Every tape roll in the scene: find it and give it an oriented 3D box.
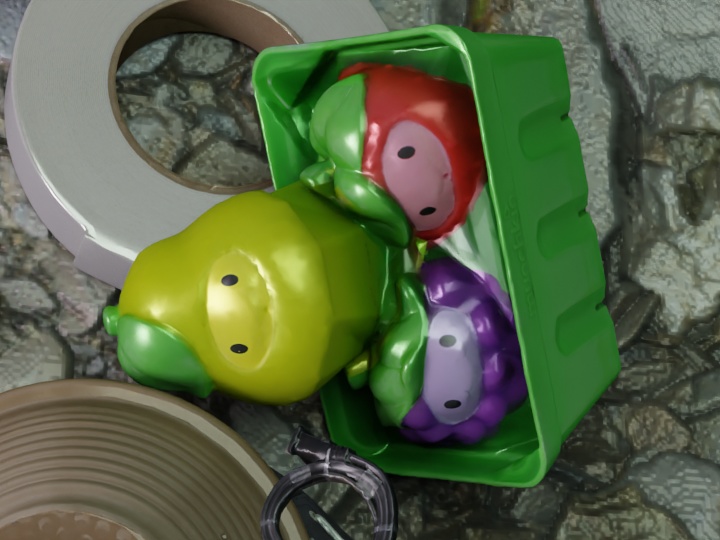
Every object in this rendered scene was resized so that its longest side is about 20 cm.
[{"bbox_3d":[-0.073,-0.079,0.928,0.201,0.037,0.204,7,66,-15],"label":"tape roll"}]

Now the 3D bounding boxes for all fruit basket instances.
[{"bbox_3d":[0.000,0.000,0.831,0.215,0.155,0.217,0,89,-44],"label":"fruit basket"}]

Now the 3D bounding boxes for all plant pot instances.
[{"bbox_3d":[-0.114,0.142,0.755,0.199,0.093,0.202,0,85,-1],"label":"plant pot"}]

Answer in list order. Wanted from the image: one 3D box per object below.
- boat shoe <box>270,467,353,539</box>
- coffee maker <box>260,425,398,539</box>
[{"bbox_3d":[-0.024,0.132,0.839,0.200,0.063,0.073,39,63,2],"label":"boat shoe"},{"bbox_3d":[0.011,0.192,0.705,0.134,0.200,0.193,30,84,35],"label":"coffee maker"}]
